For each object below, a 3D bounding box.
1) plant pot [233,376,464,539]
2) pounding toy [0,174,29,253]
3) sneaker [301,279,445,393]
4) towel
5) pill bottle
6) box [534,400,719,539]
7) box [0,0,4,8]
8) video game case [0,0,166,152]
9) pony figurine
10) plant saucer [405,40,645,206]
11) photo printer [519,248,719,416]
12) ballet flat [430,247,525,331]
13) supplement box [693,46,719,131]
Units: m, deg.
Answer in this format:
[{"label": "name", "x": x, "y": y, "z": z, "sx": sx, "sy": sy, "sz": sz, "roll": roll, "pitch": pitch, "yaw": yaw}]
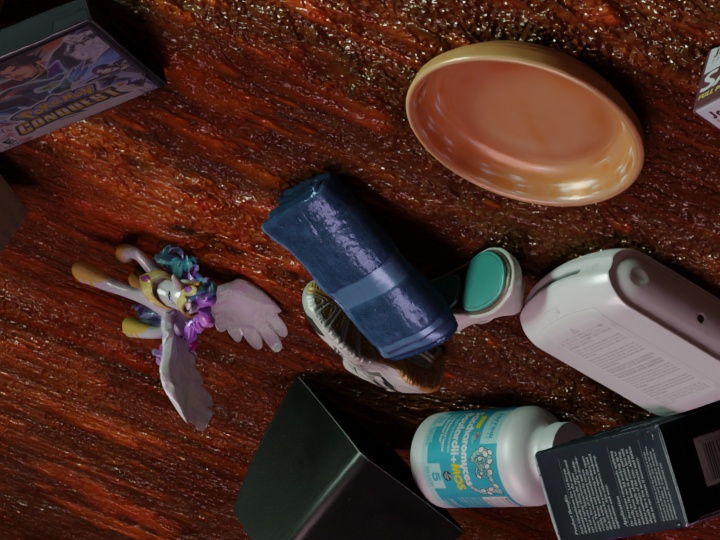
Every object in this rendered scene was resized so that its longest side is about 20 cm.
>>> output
[{"label": "plant pot", "x": -0.032, "y": 0.283, "z": 1.955, "sx": 0.200, "sy": 0.178, "sz": 0.200, "roll": 39, "pitch": -177, "yaw": -35}, {"label": "pounding toy", "x": -0.458, "y": -0.076, "z": 1.751, "sx": 0.183, "sy": 0.143, "sz": 0.201, "roll": -3, "pitch": 135, "yaw": 37}, {"label": "sneaker", "x": -0.003, "y": 0.080, "z": 1.758, "sx": 0.200, "sy": 0.076, "sz": 0.087, "roll": 38, "pitch": 148, "yaw": -30}, {"label": "towel", "x": 0.000, "y": 0.000, "z": 1.574, "sx": 0.200, "sy": 0.049, "sz": 0.111, "roll": 49, "pitch": 145, "yaw": -13}, {"label": "pill bottle", "x": 0.160, "y": 0.211, "z": 1.851, "sx": 0.199, "sy": 0.112, "sz": 0.111, "roll": -10, "pitch": 141, "yaw": 44}, {"label": "box", "x": 0.302, "y": 0.205, "z": 1.679, "sx": 0.147, "sy": 0.105, "sz": 0.199, "roll": -12, "pitch": 173, "yaw": -34}, {"label": "box", "x": -0.374, "y": -0.217, "z": 1.421, "sx": 0.101, "sy": 0.113, "sz": 0.200, "roll": 26, "pitch": 152, "yaw": -12}, {"label": "video game case", "x": -0.286, "y": -0.158, "z": 1.400, "sx": 0.198, "sy": 0.026, "sz": 0.181, "roll": -20, "pitch": 165, "yaw": 9}, {"label": "pony figurine", "x": -0.200, "y": 0.052, "z": 1.790, "sx": 0.199, "sy": 0.167, "sz": 0.194, "roll": 15, "pitch": 150, "yaw": 45}, {"label": "plant saucer", "x": 0.136, "y": -0.123, "z": 1.329, "sx": 0.198, "sy": 0.038, "sz": 0.201, "roll": 15, "pitch": 153, "yaw": 8}, {"label": "photo printer", "x": 0.258, "y": 0.055, "z": 1.538, "sx": 0.199, "sy": 0.070, "sz": 0.166, "roll": 29, "pitch": 152, "yaw": -16}, {"label": "ballet flat", "x": 0.120, "y": 0.023, "z": 1.591, "sx": 0.069, "sy": 0.070, "sz": 0.200, "roll": 29, "pitch": 159, "yaw": -17}, {"label": "supplement box", "x": 0.353, "y": -0.104, "z": 1.188, "sx": 0.199, "sy": 0.061, "sz": 0.109, "roll": 31, "pitch": 152, "yaw": -19}]
